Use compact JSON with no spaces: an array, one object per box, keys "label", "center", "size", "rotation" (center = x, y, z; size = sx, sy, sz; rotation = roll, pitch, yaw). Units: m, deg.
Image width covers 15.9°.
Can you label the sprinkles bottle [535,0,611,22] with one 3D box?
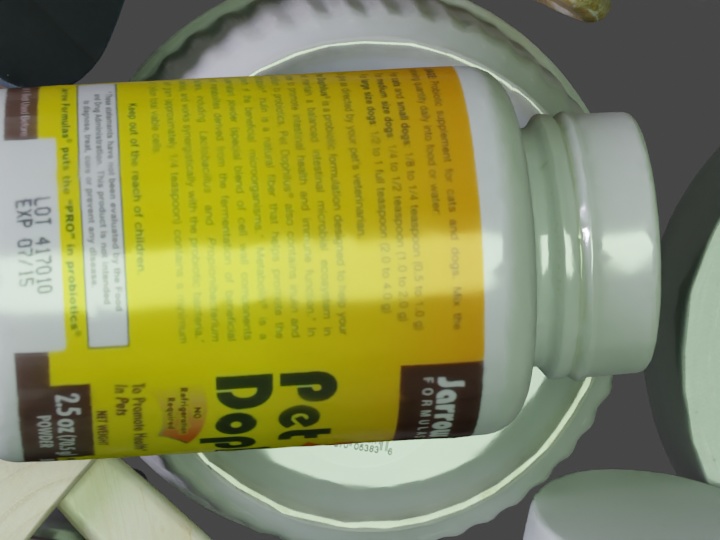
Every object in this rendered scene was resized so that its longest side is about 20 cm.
[{"label":"sprinkles bottle","center":[0.099,-0.187,0.875],"size":[0.068,0.068,0.201],"rotation":[28,92,-8]}]

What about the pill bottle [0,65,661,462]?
[{"label":"pill bottle","center":[-0.016,-0.003,0.756],"size":[0.198,0.109,0.110],"rotation":[-3,96,-5]}]

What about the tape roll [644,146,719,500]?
[{"label":"tape roll","center":[0.203,0.027,0.908],"size":[0.198,0.066,0.202],"rotation":[-1,96,-5]}]

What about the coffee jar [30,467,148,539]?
[{"label":"coffee jar","center":[-0.128,0.161,0.878],"size":[0.103,0.085,0.202],"rotation":[8,95,0]}]

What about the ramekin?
[{"label":"ramekin","center":[0.000,0.000,0.866],"size":[0.198,0.105,0.202],"rotation":[-1,96,-6]}]

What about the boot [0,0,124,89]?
[{"label":"boot","center":[-0.098,-0.130,0.864],"size":[0.075,0.097,0.201],"rotation":[37,60,-16]}]

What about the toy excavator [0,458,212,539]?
[{"label":"toy excavator","center":[-0.048,0.158,0.813],"size":[0.193,0.100,0.202],"rotation":[16,82,-13]}]

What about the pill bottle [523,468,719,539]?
[{"label":"pill bottle","center":[0.084,0.176,0.864],"size":[0.119,0.120,0.202],"rotation":[6,108,-6]}]
